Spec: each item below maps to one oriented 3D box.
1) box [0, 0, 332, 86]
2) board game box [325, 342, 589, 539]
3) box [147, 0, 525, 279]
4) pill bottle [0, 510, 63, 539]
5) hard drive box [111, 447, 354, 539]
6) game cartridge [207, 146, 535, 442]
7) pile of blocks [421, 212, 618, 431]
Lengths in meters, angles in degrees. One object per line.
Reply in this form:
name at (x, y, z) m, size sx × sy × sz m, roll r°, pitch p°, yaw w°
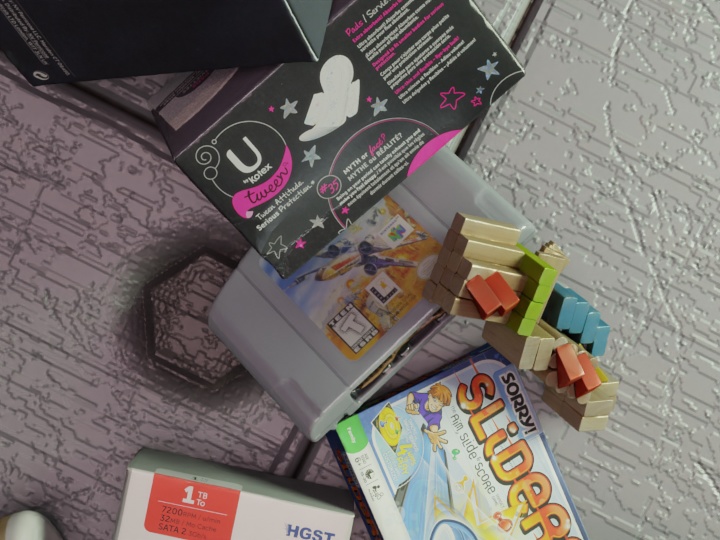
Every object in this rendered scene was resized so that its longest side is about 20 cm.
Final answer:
box at (-0.114, -0.226, 0.864) m, size 0.198 × 0.123 × 0.200 m, roll -2°, pitch 58°, yaw 23°
board game box at (0.075, 0.166, 0.980) m, size 0.135 × 0.034 × 0.200 m, roll -25°, pitch 93°, yaw -18°
box at (-0.022, -0.118, 0.922) m, size 0.200 × 0.132 × 0.115 m, roll -40°, pitch 117°, yaw 2°
pill bottle at (-0.291, 0.244, 0.965) m, size 0.200 × 0.116 × 0.116 m, roll -20°, pitch 93°, yaw 2°
hard drive box at (-0.099, 0.237, 0.983) m, size 0.155 × 0.077 × 0.200 m, roll 11°, pitch 93°, yaw -1°
game cartridge at (0.000, 0.000, 0.958) m, size 0.200 × 0.042 × 0.133 m, roll -44°, pitch 67°, yaw -4°
pile of blocks at (0.125, 0.037, 0.927) m, size 0.082 × 0.062 × 0.200 m, roll -49°, pitch 128°, yaw 0°
